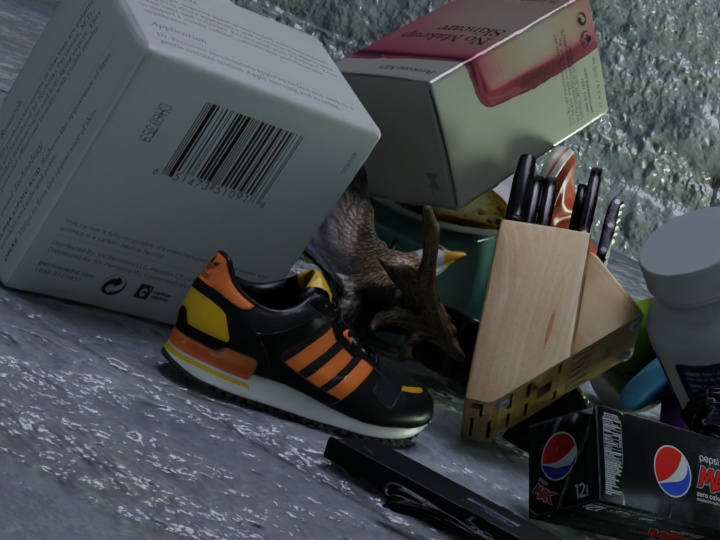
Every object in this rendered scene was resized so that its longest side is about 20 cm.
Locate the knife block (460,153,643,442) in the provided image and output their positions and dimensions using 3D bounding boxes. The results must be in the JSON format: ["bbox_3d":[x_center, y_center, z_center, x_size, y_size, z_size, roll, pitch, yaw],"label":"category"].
[{"bbox_3d":[0.117,0.007,1.214,0.176,0.199,0.064,52,-18,27],"label":"knife block"}]

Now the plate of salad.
[{"bbox_3d":[0.076,-0.084,1.417,0.199,0.048,0.200,13,24,-6],"label":"plate of salad"}]

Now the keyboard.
[{"bbox_3d":[0.066,0.146,0.938,0.199,0.021,0.127,25,3,21],"label":"keyboard"}]

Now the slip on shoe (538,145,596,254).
[{"bbox_3d":[0.171,-0.012,1.349,0.061,0.201,0.074,11,36,24],"label":"slip on shoe"}]

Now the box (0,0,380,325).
[{"bbox_3d":[-0.132,-0.080,1.125,0.198,0.200,0.131,16,29,-38],"label":"box"}]

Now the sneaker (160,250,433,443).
[{"bbox_3d":[-0.025,0.048,1.060,0.199,0.090,0.070,18,10,-28],"label":"sneaker"}]

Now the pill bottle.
[{"bbox_3d":[0.272,0.058,1.179,0.201,0.111,0.111,62,-11,-26],"label":"pill bottle"}]

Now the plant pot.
[{"bbox_3d":[0.052,-0.005,1.450,0.141,0.142,0.200,26,17,23],"label":"plant pot"}]

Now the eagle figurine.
[{"bbox_3d":[0.006,0.000,1.226,0.150,0.152,0.200,17,11,-37],"label":"eagle figurine"}]

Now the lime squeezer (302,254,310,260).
[{"bbox_3d":[-0.048,-0.022,1.614,0.070,0.038,0.200,16,12,-38],"label":"lime squeezer"}]

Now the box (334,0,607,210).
[{"bbox_3d":[0.086,-0.144,1.324,0.127,0.109,0.200,12,34,44],"label":"box"}]

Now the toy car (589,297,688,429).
[{"bbox_3d":[0.313,0.101,1.501,0.199,0.175,0.150,20,45,-18],"label":"toy car"}]

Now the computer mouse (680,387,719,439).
[{"bbox_3d":[0.230,0.119,1.153,0.058,0.034,0.200,16,-26,2],"label":"computer mouse"}]

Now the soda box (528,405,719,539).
[{"bbox_3d":[0.205,0.144,1.078,0.199,0.064,0.071,18,-27,-32],"label":"soda box"}]

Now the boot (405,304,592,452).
[{"bbox_3d":[0.141,0.094,1.313,0.200,0.069,0.174,38,8,37],"label":"boot"}]
